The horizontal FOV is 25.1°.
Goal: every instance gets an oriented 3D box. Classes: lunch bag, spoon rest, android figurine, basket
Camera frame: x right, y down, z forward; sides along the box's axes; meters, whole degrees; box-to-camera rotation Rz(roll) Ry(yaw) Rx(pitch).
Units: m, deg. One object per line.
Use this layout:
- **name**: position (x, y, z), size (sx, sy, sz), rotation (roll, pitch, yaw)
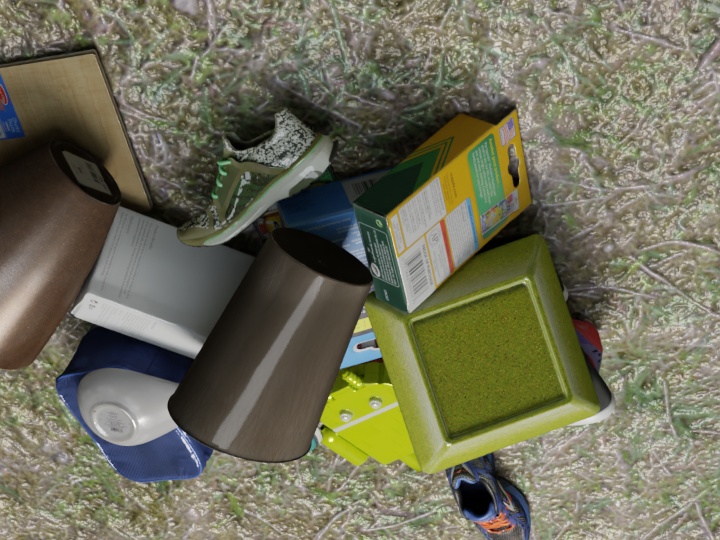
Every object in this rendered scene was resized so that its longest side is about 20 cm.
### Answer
- **lunch bag**: position (-0.228, 0.137, 1.818), size (0.135, 0.132, 0.200), rotation (-7, 127, 32)
- **spoon rest**: position (-0.206, 0.151, 1.701), size (0.199, 0.061, 0.100), rotation (9, 126, 17)
- **android figurine**: position (0.032, 0.167, 1.851), size (0.182, 0.041, 0.200), rotation (-25, 133, 33)
- **basket**: position (-0.080, 0.070, 1.606), size (0.180, 0.136, 0.200), rotation (0, 121, -53)

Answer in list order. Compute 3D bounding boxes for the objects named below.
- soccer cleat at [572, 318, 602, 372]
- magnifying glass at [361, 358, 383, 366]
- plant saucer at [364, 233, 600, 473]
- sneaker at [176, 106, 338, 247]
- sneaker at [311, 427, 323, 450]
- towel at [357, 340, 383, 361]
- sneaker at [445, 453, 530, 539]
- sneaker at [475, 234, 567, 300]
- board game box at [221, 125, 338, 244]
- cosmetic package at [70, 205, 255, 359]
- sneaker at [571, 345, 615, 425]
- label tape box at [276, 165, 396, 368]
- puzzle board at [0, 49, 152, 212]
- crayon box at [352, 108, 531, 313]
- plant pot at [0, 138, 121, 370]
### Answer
- **soccer cleat**: position (0.170, 0.080, 1.785), size (0.199, 0.077, 0.067), rotation (8, 130, -4)
- **magnifying glass**: position (0.097, 0.125, 1.851), size (0.199, 0.022, 0.080), rotation (11, 127, -12)
- **plant saucer**: position (0.127, 0.088, 1.646), size (0.199, 0.048, 0.200), rotation (-19, 95, -2)
- **sneaker**: position (-0.119, -0.100, 1.639), size (0.200, 0.077, 0.089), rotation (-34, 107, 21)
- **sneaker**: position (-0.121, 0.169, 1.807), size (0.077, 0.080, 0.200), rotation (18, 172, 43)
- **towel**: position (-0.068, 0.116, 1.866), size (0.199, 0.023, 0.144), rotation (-8, 127, 7)
- **sneaker**: position (0.148, 0.282, 1.953), size (0.075, 0.079, 0.200), rotation (-21, 125, 20)
- **sneaker**: position (0.123, 0.033, 1.708), size (0.200, 0.071, 0.099), rotation (-33, 120, -17)
- **board game box**: position (-0.062, -0.059, 1.719), size (0.104, 0.024, 0.200), rotation (-16, 127, 13)
- **cosmetic package**: position (-0.192, 0.023, 1.724), size (0.199, 0.113, 0.081), rotation (23, 154, -14)
- **sneaker**: position (0.166, 0.123, 1.741), size (0.199, 0.071, 0.099), rotation (-11, 124, 20)
- **label tape box**: position (0.000, 0.000, 1.707), size (0.143, 0.066, 0.200), rotation (-15, 128, -7)
- **puzzle board**: position (-0.314, -0.134, 1.674), size (0.150, 0.017, 0.200), rotation (-7, 128, 11)
- **crayon box**: position (0.085, -0.067, 1.629), size (0.051, 0.200, 0.126), rotation (24, 142, 39)
- **plant pot**: position (-0.343, -0.034, 1.654), size (0.187, 0.187, 0.200), rotation (38, 109, -25)
